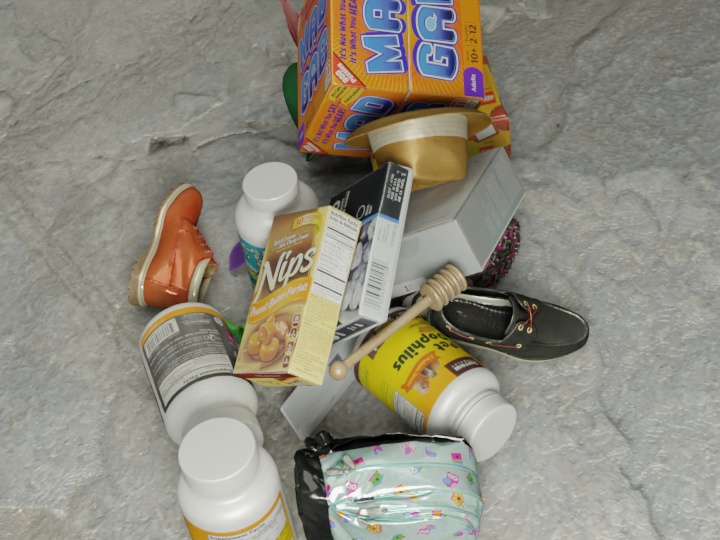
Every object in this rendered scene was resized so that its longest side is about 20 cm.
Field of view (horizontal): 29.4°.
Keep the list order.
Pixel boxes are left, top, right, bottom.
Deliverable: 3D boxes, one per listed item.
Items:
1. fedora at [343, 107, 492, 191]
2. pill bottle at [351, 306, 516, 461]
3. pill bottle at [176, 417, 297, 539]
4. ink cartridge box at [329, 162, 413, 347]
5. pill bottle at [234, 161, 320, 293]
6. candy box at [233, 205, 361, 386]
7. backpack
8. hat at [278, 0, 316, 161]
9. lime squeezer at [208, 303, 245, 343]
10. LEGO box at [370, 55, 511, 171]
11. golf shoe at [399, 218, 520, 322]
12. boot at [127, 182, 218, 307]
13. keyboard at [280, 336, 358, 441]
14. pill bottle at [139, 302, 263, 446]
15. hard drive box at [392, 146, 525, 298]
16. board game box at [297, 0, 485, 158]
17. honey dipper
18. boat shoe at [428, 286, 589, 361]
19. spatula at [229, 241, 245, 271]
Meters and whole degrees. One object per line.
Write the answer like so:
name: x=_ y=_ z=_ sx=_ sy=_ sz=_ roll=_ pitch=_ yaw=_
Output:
fedora: x=0.076 y=-0.143 z=1.687 sx=0.199 sy=0.201 sz=0.083 roll=-10 pitch=84 yaw=1
pill bottle: x=0.087 y=0.135 z=1.604 sx=0.109 sy=0.110 sz=0.200 roll=-35 pitch=50 yaw=-22
pill bottle: x=-0.135 y=0.251 z=1.469 sx=0.110 sy=0.201 sz=0.112 roll=-5 pitch=45 yaw=5
ink cartridge box: x=-0.016 y=-0.009 z=1.644 sx=0.043 sy=0.200 sz=0.200 roll=21 pitch=65 yaw=-22
pill bottle: x=-0.098 y=-0.040 z=1.744 sx=0.110 sy=0.201 sz=0.111 roll=-5 pitch=45 yaw=5
candy box: x=-0.073 y=0.032 z=1.592 sx=0.115 sy=0.055 sz=0.202 roll=-7 pitch=65 yaw=50
backpack: x=0.033 y=0.247 z=1.490 sx=0.198 sy=0.167 sz=0.128 roll=-5 pitch=65 yaw=1
hat: x=-0.102 y=-0.278 z=1.955 sx=0.175 sy=0.166 sz=0.200 roll=31 pitch=29 yaw=-10
lime squeezer: x=-0.124 y=0.080 z=1.748 sx=0.198 sy=0.038 sz=0.071 roll=11 pitch=49 yaw=21
LEGO box: x=0.103 y=-0.218 z=1.964 sx=0.198 sy=0.078 sz=0.150 roll=-11 pitch=46 yaw=0
golf shoe: x=0.131 y=-0.008 z=1.759 sx=0.092 sy=0.073 sz=0.200 roll=25 pitch=55 yaw=30
boot: x=-0.233 y=-0.031 z=1.857 sx=0.106 sy=0.075 sz=0.201 roll=7 pitch=56 yaw=13
keyboard: x=-0.028 y=0.119 z=1.680 sx=0.011 sy=0.056 sz=0.200 roll=-7 pitch=36 yaw=49
pill bottle: x=-0.189 y=0.143 z=1.645 sx=0.115 sy=0.117 sz=0.201 roll=-20 pitch=47 yaw=-9
hard drive box: x=0.103 y=-0.061 z=1.736 sx=0.155 sy=0.077 sz=0.200 roll=-17 pitch=22 yaw=33
board game box: x=0.034 y=-0.277 z=1.791 sx=0.198 sy=0.200 sz=0.202 roll=3 pitch=70 yaw=-14
honey dipper: x=0.041 y=0.064 z=1.583 sx=0.200 sy=0.038 sz=0.038 roll=-38 pitch=51 yaw=-20
boat shoe: x=0.184 y=0.064 z=1.656 sx=0.199 sy=0.063 sz=0.074 roll=9 pitch=74 yaw=-5
spatula: x=-0.089 y=-0.050 z=1.851 sx=0.198 sy=0.021 sz=0.057 roll=-18 pitch=38 yaw=7
